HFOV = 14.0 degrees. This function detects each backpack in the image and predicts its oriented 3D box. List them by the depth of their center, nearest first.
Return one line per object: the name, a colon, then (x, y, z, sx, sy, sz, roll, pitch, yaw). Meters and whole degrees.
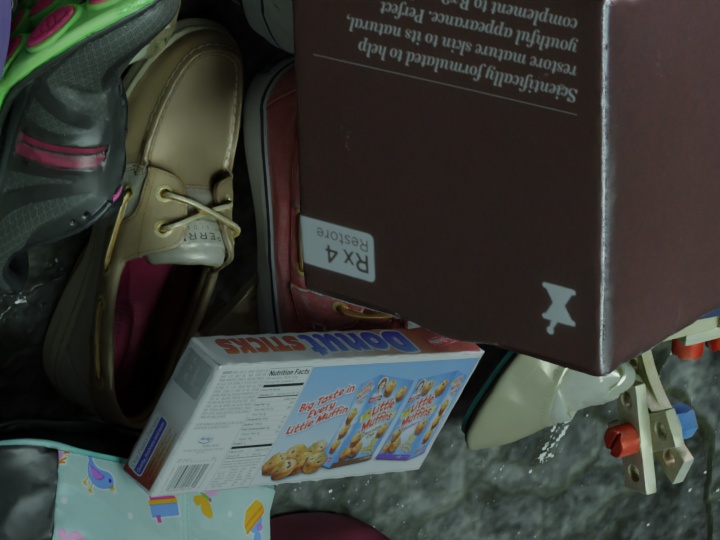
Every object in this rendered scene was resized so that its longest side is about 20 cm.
backpack: (-0.140, 0.142, 1.353, 0.200, 0.176, 0.154, 2, 81, -47)

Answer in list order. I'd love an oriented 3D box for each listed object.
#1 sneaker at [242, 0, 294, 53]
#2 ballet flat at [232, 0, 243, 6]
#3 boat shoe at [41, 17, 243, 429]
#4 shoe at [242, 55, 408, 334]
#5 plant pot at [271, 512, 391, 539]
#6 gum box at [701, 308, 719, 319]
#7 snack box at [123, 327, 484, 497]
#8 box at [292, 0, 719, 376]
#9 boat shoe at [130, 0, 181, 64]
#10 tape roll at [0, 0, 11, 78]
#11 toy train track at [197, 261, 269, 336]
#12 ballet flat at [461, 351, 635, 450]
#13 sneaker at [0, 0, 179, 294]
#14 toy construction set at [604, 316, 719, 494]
sneaker: (-0.018, -0.163, 1.276, 0.073, 0.071, 0.200, -48, 151, -21)
ballet flat: (-0.031, -0.215, 1.339, 0.066, 0.057, 0.200, -21, 134, -51)
boat shoe: (-0.089, -0.017, 1.382, 0.074, 0.069, 0.200, 2, 114, -39)
shoe: (0.000, 0.000, 1.385, 0.071, 0.091, 0.201, -20, 112, -31)
plant pot: (-0.005, 0.252, 1.525, 0.200, 0.179, 0.200, -18, 123, -29)
gum box: (0.208, -0.079, 1.486, 0.170, 0.045, 0.201, -10, 117, -45)
snack box: (-0.022, 0.063, 1.338, 0.200, 0.024, 0.072, -1, 124, -53)
box: (0.095, -0.078, 1.265, 0.200, 0.166, 0.165, -27, 124, -46)
boat shoe: (-0.098, -0.180, 1.289, 0.063, 0.073, 0.200, -14, 134, -42)
tape roll: (-0.250, -0.104, 1.198, 0.200, 0.085, 0.200, -18, 124, -29)
toy train track: (-0.012, -0.035, 1.447, 0.200, 0.033, 0.115, -48, 123, -19)
ballet flat: (0.131, 0.026, 1.554, 0.069, 0.069, 0.200, 29, 98, -44)
sneaker: (-0.130, -0.066, 1.280, 0.084, 0.077, 0.200, 29, 128, -17)
toy construction set: (0.200, 0.041, 1.632, 0.200, 0.092, 0.131, -24, 128, -39)
